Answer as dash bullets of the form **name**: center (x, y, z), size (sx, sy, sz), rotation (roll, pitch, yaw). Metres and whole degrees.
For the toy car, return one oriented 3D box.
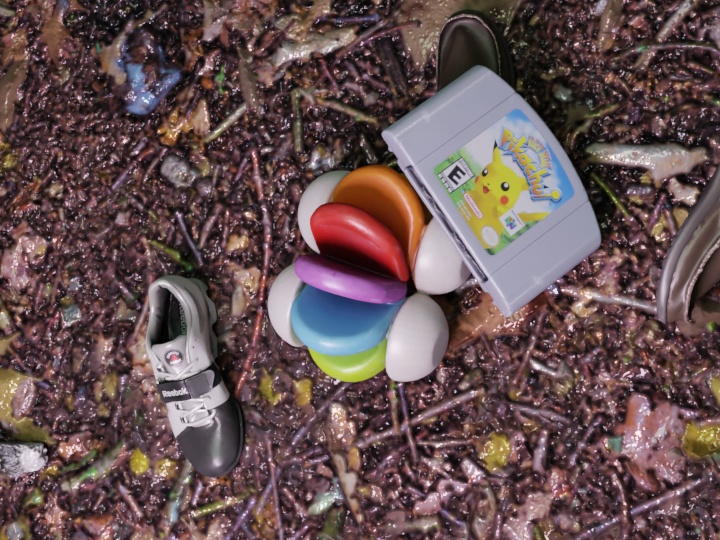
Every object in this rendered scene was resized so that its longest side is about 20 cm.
- **toy car**: center (0.000, 0.000, 1.527), size (0.173, 0.150, 0.202), rotation (19, 88, 21)

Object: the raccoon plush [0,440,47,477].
- **raccoon plush**: center (-0.417, 0.239, 1.677), size (0.197, 0.097, 0.136), rotation (1, 89, 20)

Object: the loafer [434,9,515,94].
- **loafer**: center (0.105, -0.150, 1.556), size (0.072, 0.071, 0.203), rotation (-9, 78, 18)

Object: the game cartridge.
- **game cartridge**: center (0.125, -0.077, 1.502), size (0.133, 0.040, 0.201), rotation (-36, 93, -21)

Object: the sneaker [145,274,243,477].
- **sneaker**: center (-0.171, 0.101, 1.609), size (0.073, 0.088, 0.202), rotation (-20, 76, 14)

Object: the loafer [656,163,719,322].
- **loafer**: center (0.322, -0.038, 1.450), size (0.070, 0.073, 0.202), rotation (29, 95, 15)
